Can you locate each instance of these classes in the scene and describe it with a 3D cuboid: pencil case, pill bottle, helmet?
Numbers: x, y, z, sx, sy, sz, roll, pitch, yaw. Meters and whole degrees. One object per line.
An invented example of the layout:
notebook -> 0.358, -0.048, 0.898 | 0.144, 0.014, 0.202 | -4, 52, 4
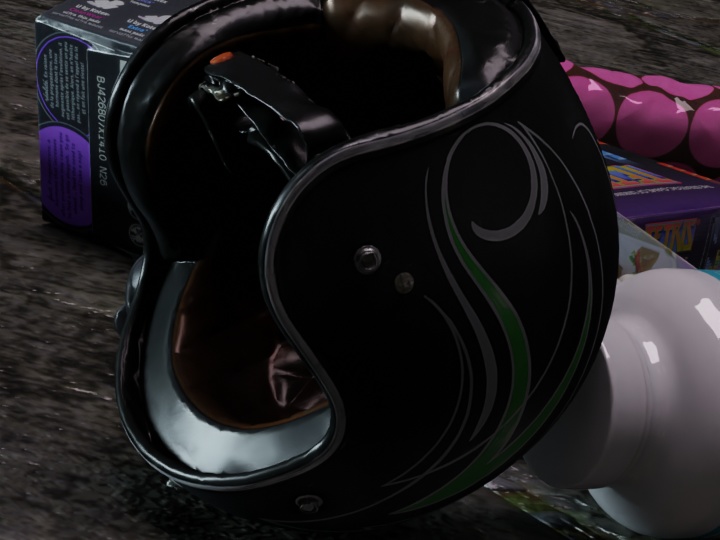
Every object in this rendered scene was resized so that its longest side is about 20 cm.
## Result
pencil case -> 0.184, -0.102, 1.880 | 0.199, 0.091, 0.094 | 9, 49, -18
pill bottle -> 0.162, 0.055, 1.183 | 0.199, 0.111, 0.111 | 3, 16, -32
helmet -> 0.000, 0.000, 1.078 | 0.199, 0.191, 0.200 | -5, 32, 3

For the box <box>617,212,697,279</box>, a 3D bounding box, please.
box -> 0.133, 0.008, 1.343 | 0.041, 0.039, 0.200 | 25, -4, 42

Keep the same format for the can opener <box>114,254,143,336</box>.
can opener -> -0.008, 0.031, 1.237 | 0.199, 0.064, 0.079 | 11, 13, -2

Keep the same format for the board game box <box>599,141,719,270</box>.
board game box -> 0.114, -0.033, 1.608 | 0.165, 0.057, 0.200 | 20, 16, 34

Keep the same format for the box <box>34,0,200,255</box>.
box -> -0.067, -0.099, 1.485 | 0.106, 0.123, 0.200 | 19, 33, 28

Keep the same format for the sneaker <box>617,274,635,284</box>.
sneaker -> 0.169, 0.056, 1.310 | 0.199, 0.081, 0.084 | 1, 41, -35
